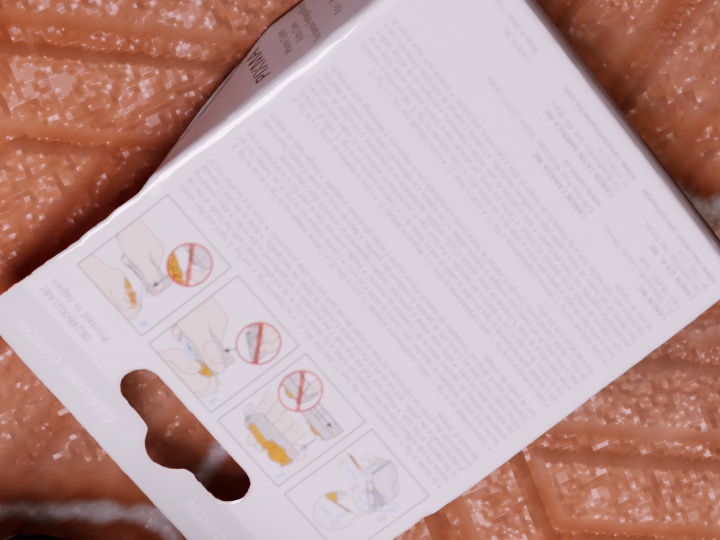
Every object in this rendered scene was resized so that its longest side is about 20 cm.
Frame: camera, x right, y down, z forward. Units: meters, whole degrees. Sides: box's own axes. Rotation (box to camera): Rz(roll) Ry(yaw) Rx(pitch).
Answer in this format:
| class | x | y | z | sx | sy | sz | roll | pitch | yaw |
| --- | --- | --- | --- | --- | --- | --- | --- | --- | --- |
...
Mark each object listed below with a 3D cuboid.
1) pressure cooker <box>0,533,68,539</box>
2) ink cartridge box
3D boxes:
| class | x | y | z | sx | sy | sz | roll | pitch | yaw |
| --- | --- | --- | --- | --- | --- | --- | --- | --- | --- |
| pressure cooker | -0.102 | 0.207 | 0.941 | 0.178 | 0.176 | 0.200 | 30 | 98 | -19 |
| ink cartridge box | 0.000 | 0.000 | 0.963 | 0.200 | 0.047 | 0.160 | -37 | 115 | 8 |
